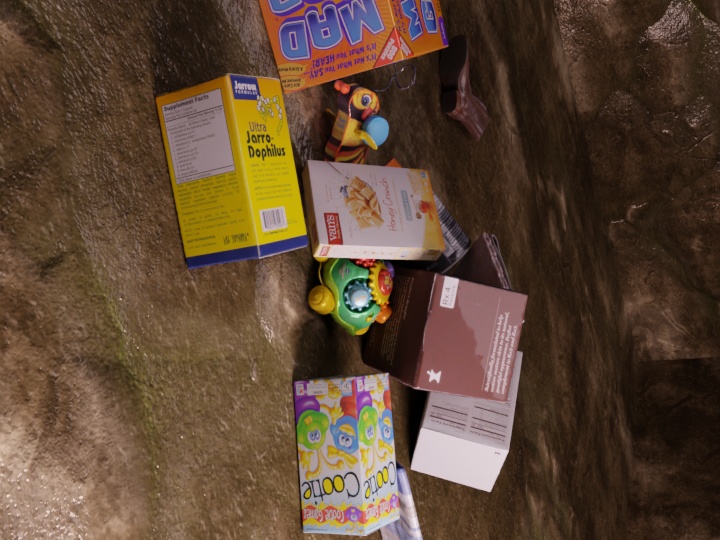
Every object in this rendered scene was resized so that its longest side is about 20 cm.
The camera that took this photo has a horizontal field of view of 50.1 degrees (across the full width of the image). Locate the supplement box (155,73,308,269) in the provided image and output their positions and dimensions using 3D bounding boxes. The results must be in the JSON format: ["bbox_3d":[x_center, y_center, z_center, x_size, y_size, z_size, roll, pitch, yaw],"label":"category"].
[{"bbox_3d":[-0.148,-0.114,0.902,0.109,0.107,0.204,-19,100,-61],"label":"supplement box"}]

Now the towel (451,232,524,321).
[{"bbox_3d":[0.193,0.069,1.286,0.032,0.192,0.202,12,42,-22],"label":"towel"}]

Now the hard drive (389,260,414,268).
[{"bbox_3d":[0.090,0.073,1.379,0.134,0.042,0.204,26,62,-58],"label":"hard drive"}]

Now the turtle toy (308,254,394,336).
[{"bbox_3d":[0.000,0.000,1.163,0.145,0.099,0.204,35,54,-55],"label":"turtle toy"}]

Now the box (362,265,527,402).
[{"bbox_3d":[0.124,0.093,1.187,0.161,0.199,0.169,13,89,-23],"label":"box"}]

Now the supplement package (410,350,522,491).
[{"bbox_3d":[0.187,0.247,1.357,0.153,0.148,0.202,97,10,-50],"label":"supplement package"}]

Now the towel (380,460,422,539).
[{"bbox_3d":[0.051,0.367,1.160,0.023,0.146,0.204,-17,103,-21],"label":"towel"}]

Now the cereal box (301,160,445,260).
[{"bbox_3d":[0.018,-0.087,1.128,0.196,0.040,0.146,1,61,-22],"label":"cereal box"}]

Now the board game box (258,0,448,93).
[{"bbox_3d":[-0.012,-0.395,1.126,0.200,0.197,0.204,-38,116,-58],"label":"board game box"}]

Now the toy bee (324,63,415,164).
[{"bbox_3d":[-0.012,-0.240,1.179,0.108,0.130,0.204,21,82,-42],"label":"toy bee"}]

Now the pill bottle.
[{"bbox_3d":[0.091,-0.091,1.312,0.201,0.106,0.106,51,35,-6],"label":"pill bottle"}]

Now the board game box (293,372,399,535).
[{"bbox_3d":[-0.019,0.249,1.066,0.102,0.103,0.204,6,78,-61],"label":"board game box"}]

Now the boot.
[{"bbox_3d":[0.249,-0.414,1.770,0.199,0.063,0.190,16,83,-57],"label":"boot"}]
